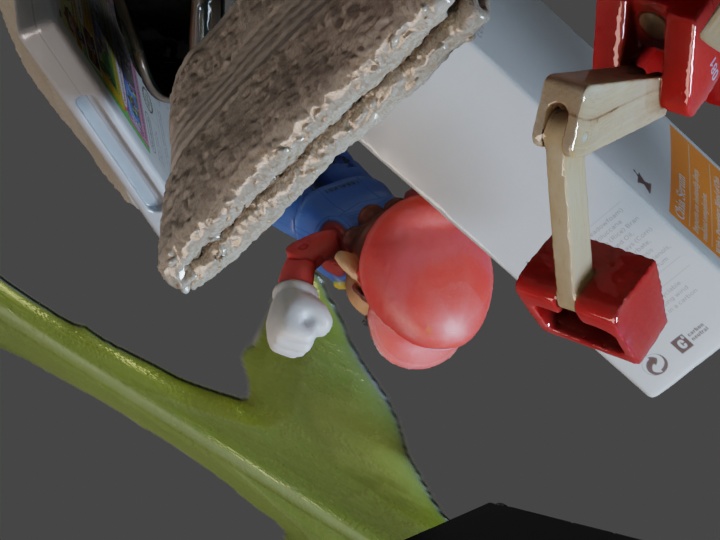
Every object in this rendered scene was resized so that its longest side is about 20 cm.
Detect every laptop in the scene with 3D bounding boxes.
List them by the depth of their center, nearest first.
[{"bbox_3d":[0.142,0.229,1.534,0.177,0.103,0.200,10,148,49],"label":"laptop"}]

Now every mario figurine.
[{"bbox_3d":[0.000,0.000,1.183,0.106,0.123,0.200,43,178,-36],"label":"mario figurine"}]

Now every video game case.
[{"bbox_3d":[-0.129,-0.126,1.101,0.182,0.022,0.200,60,-168,-48],"label":"video game case"}]

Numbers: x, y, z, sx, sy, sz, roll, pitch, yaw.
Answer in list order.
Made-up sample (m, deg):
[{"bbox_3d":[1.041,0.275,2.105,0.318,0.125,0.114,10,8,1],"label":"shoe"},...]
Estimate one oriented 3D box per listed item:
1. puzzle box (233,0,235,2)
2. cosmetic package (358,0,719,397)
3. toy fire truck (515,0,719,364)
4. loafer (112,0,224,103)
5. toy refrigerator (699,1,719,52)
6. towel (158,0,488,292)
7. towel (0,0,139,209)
[{"bbox_3d":[0.016,-0.080,1.095,0.200,0.025,0.133,41,-178,-18],"label":"puzzle box"},{"bbox_3d":[0.087,-0.049,0.996,0.200,0.101,0.071,40,118,-16],"label":"cosmetic package"},{"bbox_3d":[0.103,-0.073,0.871,0.049,0.141,0.200,21,151,31],"label":"toy fire truck"},{"bbox_3d":[-0.095,-0.167,1.016,0.072,0.063,0.200,-7,130,3],"label":"loafer"},{"bbox_3d":[0.230,-0.066,0.815,0.200,0.070,0.076,34,159,2],"label":"toy refrigerator"},{"bbox_3d":[-0.020,-0.091,0.927,0.034,0.133,0.200,31,125,-25],"label":"towel"},{"bbox_3d":[-0.167,-0.126,1.269,0.133,0.034,0.200,52,169,22],"label":"towel"}]
